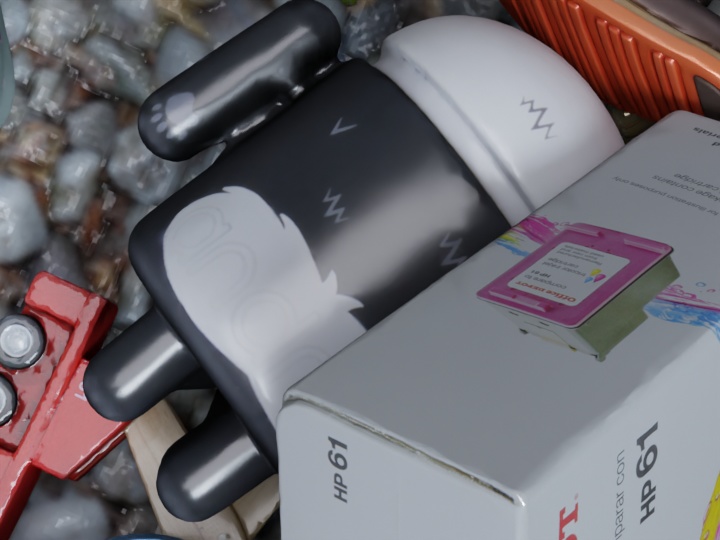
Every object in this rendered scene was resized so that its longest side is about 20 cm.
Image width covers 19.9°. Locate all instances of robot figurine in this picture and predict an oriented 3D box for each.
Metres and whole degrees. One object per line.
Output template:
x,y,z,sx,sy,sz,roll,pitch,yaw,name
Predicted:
0.001,0.001,0.702,0.199,0.151,0.125,-37,41,-4,robot figurine

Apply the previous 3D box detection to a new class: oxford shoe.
0.074,-0.119,0.715,0.073,0.071,0.200,-43,58,-8,oxford shoe

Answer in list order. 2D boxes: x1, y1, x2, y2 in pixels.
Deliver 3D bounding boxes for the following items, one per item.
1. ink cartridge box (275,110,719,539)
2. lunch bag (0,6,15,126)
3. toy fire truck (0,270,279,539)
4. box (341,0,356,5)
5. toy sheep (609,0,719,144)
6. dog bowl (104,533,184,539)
0.070,0.062,0.614,0.084,0.146,0.199,23,40,34,ink cartridge box
-0.236,-0.099,0.790,0.198,0.077,0.162,-15,82,1,lunch bag
-0.082,0.071,0.780,0.140,0.049,0.201,25,85,3,toy fire truck
0.006,-0.223,0.814,0.122,0.048,0.201,36,85,5,box
0.169,-0.044,0.742,0.137,0.138,0.201,-25,77,-2,toy sheep
-0.065,0.186,0.741,0.111,0.050,0.202,-18,100,-3,dog bowl
